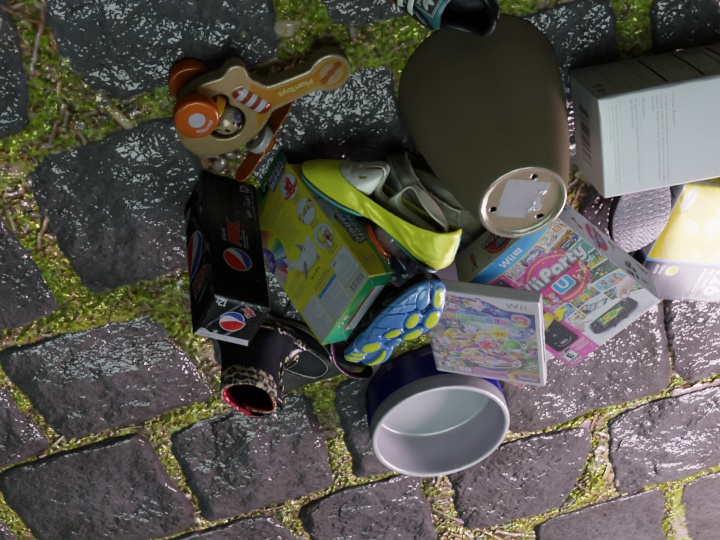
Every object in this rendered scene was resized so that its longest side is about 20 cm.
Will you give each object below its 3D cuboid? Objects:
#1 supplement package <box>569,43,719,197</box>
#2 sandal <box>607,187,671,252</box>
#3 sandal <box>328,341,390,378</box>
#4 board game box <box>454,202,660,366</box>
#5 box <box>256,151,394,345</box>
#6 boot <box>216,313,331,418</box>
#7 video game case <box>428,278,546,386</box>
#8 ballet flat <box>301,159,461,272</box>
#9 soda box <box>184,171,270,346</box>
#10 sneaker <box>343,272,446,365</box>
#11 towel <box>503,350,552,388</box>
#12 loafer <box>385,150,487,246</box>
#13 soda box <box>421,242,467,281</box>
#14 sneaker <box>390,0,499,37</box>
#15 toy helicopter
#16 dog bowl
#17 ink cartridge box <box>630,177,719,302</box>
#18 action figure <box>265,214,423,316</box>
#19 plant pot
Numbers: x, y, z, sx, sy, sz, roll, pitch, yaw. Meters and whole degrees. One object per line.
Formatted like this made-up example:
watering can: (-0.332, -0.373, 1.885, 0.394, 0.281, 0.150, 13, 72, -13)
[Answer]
supplement package: (0.344, -0.170, 1.251, 0.197, 0.118, 0.118, -10, 114, -2)
sandal: (0.340, -0.114, 1.381, 0.075, 0.043, 0.202, -6, 123, -5)
sandal: (-0.012, 0.108, 1.470, 0.074, 0.049, 0.201, -8, 159, 15)
board game box: (0.232, 0.010, 1.337, 0.199, 0.065, 0.147, 34, 121, -25)
box: (-0.056, -0.030, 1.282, 0.048, 0.201, 0.118, -9, 144, -47)
boot: (-0.110, 0.129, 1.432, 0.073, 0.155, 0.203, -38, 129, 24)
video game case: (0.149, 0.076, 1.356, 0.141, 0.018, 0.201, 8, 149, 16)
ballet flat: (0.028, -0.079, 1.246, 0.199, 0.067, 0.067, 37, 122, 5)
soda box: (-0.150, -0.016, 1.251, 0.070, 0.201, 0.064, 15, 129, -25)
sneaker: (0.030, 0.044, 1.283, 0.070, 0.084, 0.200, 7, 156, -22)
towel: (0.202, 0.059, 1.430, 0.143, 0.023, 0.201, 22, 125, -21)
loafer: (0.107, -0.092, 1.327, 0.069, 0.076, 0.199, -39, 136, 24)
soda box: (0.145, 0.027, 1.454, 0.068, 0.064, 0.200, -27, 133, 15)
sneaker: (0.056, -0.289, 1.117, 0.198, 0.080, 0.072, 14, 129, -24)
toy helicopter: (-0.100, -0.176, 1.199, 0.198, 0.079, 0.133, -22, 135, 4)
dog bowl: (0.107, 0.201, 1.602, 0.197, 0.079, 0.202, -6, 134, -6)
ink cartridge box: (0.463, -0.041, 1.473, 0.197, 0.047, 0.199, 4, 131, -13)
action figure: (0.000, 0.000, 1.345, 0.193, 0.105, 0.200, -30, 109, 40)
plant pot: (0.146, -0.137, 1.201, 0.185, 0.201, 0.189, -6, 134, -6)
